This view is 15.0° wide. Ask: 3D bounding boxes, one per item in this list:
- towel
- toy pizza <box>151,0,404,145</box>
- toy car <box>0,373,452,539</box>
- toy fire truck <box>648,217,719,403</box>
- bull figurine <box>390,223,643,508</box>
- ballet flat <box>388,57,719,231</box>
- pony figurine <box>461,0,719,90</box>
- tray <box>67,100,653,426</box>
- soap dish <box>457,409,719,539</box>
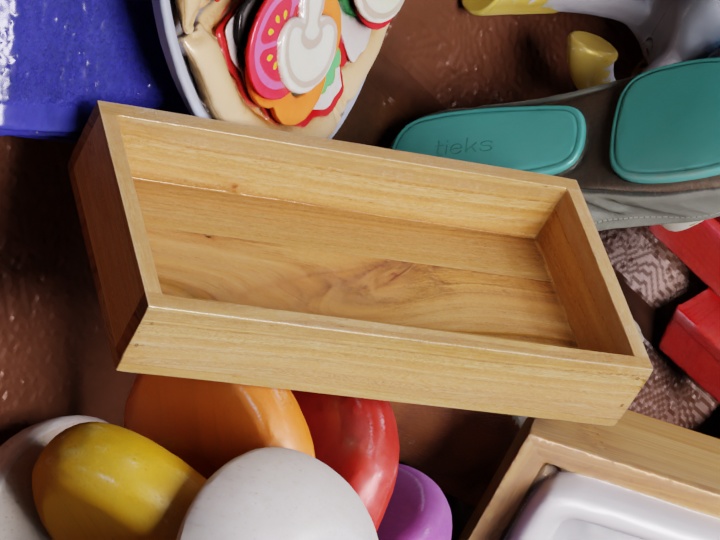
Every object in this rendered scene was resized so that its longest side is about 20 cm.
[{"bbox_3d":[-0.094,-0.147,0.989,0.147,0.049,0.202,-1,97,-50],"label":"towel"},{"bbox_3d":[-0.020,-0.136,1.020,0.200,0.032,0.202,6,90,-66],"label":"toy pizza"},{"bbox_3d":[-0.033,0.110,0.996,0.150,0.174,0.201,-47,125,-31],"label":"toy car"},{"bbox_3d":[0.198,-0.012,1.231,0.199,0.049,0.142,-27,150,-37],"label":"toy fire truck"},{"bbox_3d":[0.031,0.040,1.101,0.200,0.121,0.065,32,34,-49],"label":"bull figurine"},{"bbox_3d":[0.104,-0.042,1.093,0.064,0.199,0.068,50,44,-45],"label":"ballet flat"},{"bbox_3d":[0.167,-0.131,1.185,0.193,0.167,0.200,-49,138,14],"label":"pony figurine"},{"bbox_3d":[0.000,0.000,0.976,0.199,0.099,0.037,9,132,-28],"label":"tray"},{"bbox_3d":[0.101,0.144,1.105,0.156,0.201,0.082,17,39,-12],"label":"soap dish"}]
